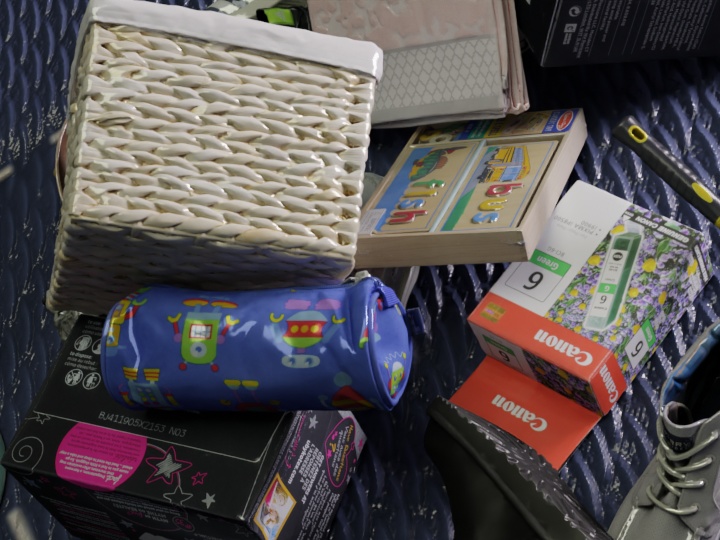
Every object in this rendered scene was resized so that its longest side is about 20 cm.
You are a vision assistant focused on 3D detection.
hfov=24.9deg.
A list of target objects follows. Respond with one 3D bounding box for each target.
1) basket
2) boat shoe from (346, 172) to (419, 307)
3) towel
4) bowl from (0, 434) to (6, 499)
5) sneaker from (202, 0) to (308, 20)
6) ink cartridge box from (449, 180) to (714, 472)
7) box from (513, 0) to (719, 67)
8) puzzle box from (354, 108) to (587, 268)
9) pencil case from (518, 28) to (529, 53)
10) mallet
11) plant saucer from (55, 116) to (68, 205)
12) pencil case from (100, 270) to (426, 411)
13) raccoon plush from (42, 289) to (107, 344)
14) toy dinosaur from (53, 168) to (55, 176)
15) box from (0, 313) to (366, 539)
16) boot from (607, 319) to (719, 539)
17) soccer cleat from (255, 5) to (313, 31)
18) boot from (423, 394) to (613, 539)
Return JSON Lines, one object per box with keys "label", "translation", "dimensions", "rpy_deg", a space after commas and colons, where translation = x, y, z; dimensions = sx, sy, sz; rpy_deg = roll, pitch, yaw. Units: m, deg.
{"label": "basket", "translation": [-0.102, -0.060, 1.100], "dimensions": [0.200, 0.198, 0.161], "rpy_deg": [8, 70, -12]}
{"label": "boat shoe", "translation": [-0.002, 0.001, 1.197], "dimensions": [0.074, 0.065, 0.202], "rpy_deg": [-8, 51, 18]}
{"label": "towel", "translation": [0.032, -0.204, 1.242], "dimensions": [0.200, 0.191, 0.032], "rpy_deg": [-2, 11, 45]}
{"label": "bowl", "translation": [-0.381, 0.154, 1.228], "dimensions": [0.201, 0.105, 0.201], "rpy_deg": [-12, 52, 16]}
{"label": "sneaker", "translation": [-0.112, -0.211, 1.413], "dimensions": [0.200, 0.075, 0.085], "rpy_deg": [-22, 39, 4]}
{"label": "ink cartridge box", "translation": [0.138, 0.040, 1.112], "dimensions": [0.109, 0.050, 0.200], "rpy_deg": [27, 69, 37]}
{"label": "box", "translation": [0.207, -0.238, 1.207], "dimensions": [0.200, 0.104, 0.148], "rpy_deg": [-5, 45, -18]}
{"label": "puzzle box", "translation": [0.080, -0.062, 1.179], "dimensions": [0.133, 0.025, 0.200], "rpy_deg": [-2, 28, 22]}
{"label": "pencil case", "translation": [0.073, -0.247, 1.315], "dimensions": [0.200, 0.078, 0.089], "rpy_deg": [39, 89, 23]}
{"label": "mallet", "translation": [0.252, -0.037, 1.080], "dimensions": [0.066, 0.041, 0.200], "rpy_deg": [-35, 74, -10]}
{"label": "plant saucer", "translation": [-0.129, -0.073, 1.231], "dimensions": [0.200, 0.034, 0.201], "rpy_deg": [4, 65, -8]}
{"label": "pencil case", "translation": [-0.064, 0.046, 1.032], "dimensions": [0.200, 0.078, 0.087], "rpy_deg": [-2, 83, 20]}
{"label": "raccoon plush", "translation": [-0.144, 0.010, 1.244], "dimensions": [0.200, 0.097, 0.134], "rpy_deg": [-6, 61, 20]}
{"label": "toy dinosaur", "translation": [-0.168, -0.137, 1.336], "dimensions": [0.200, 0.058, 0.101], "rpy_deg": [-44, 13, 26]}
{"label": "box", "translation": [-0.118, 0.123, 1.124], "dimensions": [0.200, 0.115, 0.132], "rpy_deg": [9, 58, 27]}
{"label": "boot", "translation": [0.192, 0.121, 0.996], "dimensions": [0.073, 0.096, 0.200], "rpy_deg": [17, 63, 33]}
{"label": "soccer cleat", "translation": [-0.040, -0.189, 1.348], "dimensions": [0.200, 0.081, 0.068], "rpy_deg": [-20, 49, 6]}
{"label": "boot", "translation": [0.061, 0.184, 1.013], "dimensions": [0.158, 0.079, 0.211], "rpy_deg": [-52, 34, 8]}
